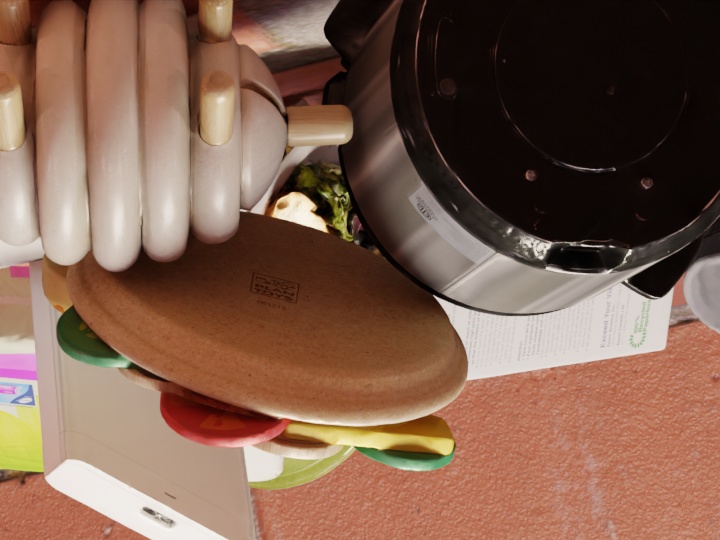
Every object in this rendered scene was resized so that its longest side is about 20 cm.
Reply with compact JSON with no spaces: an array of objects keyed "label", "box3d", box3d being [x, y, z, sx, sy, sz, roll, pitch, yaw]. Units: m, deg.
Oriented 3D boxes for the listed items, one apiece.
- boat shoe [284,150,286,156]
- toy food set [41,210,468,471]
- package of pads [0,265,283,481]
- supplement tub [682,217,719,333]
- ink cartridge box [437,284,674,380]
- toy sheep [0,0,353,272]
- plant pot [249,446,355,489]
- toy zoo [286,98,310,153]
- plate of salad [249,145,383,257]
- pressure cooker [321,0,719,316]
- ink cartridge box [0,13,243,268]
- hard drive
[{"label":"boat shoe","box3d":[-0.139,-0.045,1.472,0.199,0.073,0.068,-10,175,5]},{"label":"toy food set","box3d":[-0.046,0.028,1.233,0.199,0.049,0.198,9,-157,-19]},{"label":"package of pads","box3d":[-0.142,0.066,1.643,0.198,0.069,0.155,3,144,1]},{"label":"supplement tub","box3d":[0.250,-0.052,1.552,0.107,0.107,0.201,-19,-147,44]},{"label":"ink cartridge box","box3d":[0.095,-0.040,1.465,0.199,0.201,0.041,-7,-156,-34]},{"label":"toy sheep","box3d":[-0.102,-0.064,1.174,0.198,0.139,0.138,3,172,-2]},{"label":"plant pot","box3d":[-0.104,0.034,1.805,0.199,0.202,0.190,-16,159,29]},{"label":"toy zoo","box3d":[-0.028,-0.028,1.584,0.020,0.132,0.200,-39,-174,-26]},{"label":"plate of salad","box3d":[0.000,0.000,1.444,0.048,0.201,0.199,25,-163,35]},{"label":"pressure cooker","box3d":[0.077,-0.071,1.226,0.177,0.177,0.200,-8,171,-13]},{"label":"ink cartridge box","box3d":[-0.160,-0.054,1.309,0.198,0.085,0.146,-13,174,-5]},{"label":"hard drive","box3d":[-0.116,0.054,1.391,0.026,0.201,0.132,-37,130,25]}]
